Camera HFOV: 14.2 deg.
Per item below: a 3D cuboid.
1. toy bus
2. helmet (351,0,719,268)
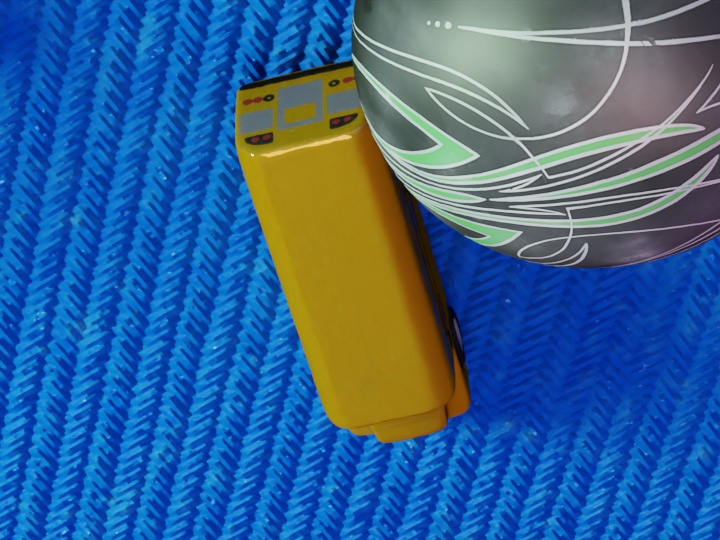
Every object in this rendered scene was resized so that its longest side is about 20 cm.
[{"bbox_3d":[0.000,0.000,1.308,0.065,0.078,0.201,-13,126,7],"label":"toy bus"},{"bbox_3d":[0.095,-0.094,1.168,0.199,0.191,0.201,-1,131,-1],"label":"helmet"}]
